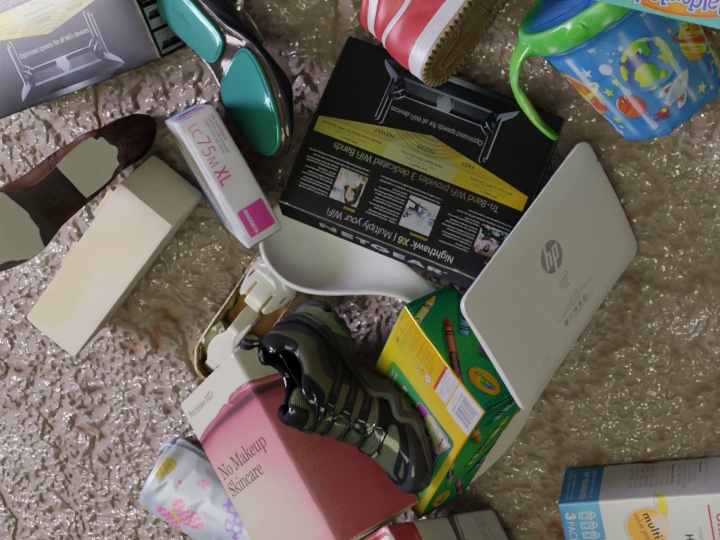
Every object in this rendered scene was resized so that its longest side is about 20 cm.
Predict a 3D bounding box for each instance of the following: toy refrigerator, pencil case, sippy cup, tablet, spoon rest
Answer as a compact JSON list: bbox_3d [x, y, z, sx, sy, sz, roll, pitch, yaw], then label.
[{"bbox_3d":[-0.242,-0.014,1.196,0.070,0.076,0.200,40,122,-4],"label":"toy refrigerator"},{"bbox_3d":[-0.129,0.251,1.275,0.200,0.083,0.091,27,123,5],"label":"pencil case"},{"bbox_3d":[0.217,-0.179,0.978,0.178,0.140,0.130,-23,116,43],"label":"sippy cup"},{"bbox_3d":[0.162,0.003,1.022,0.014,0.200,0.130,6,138,46],"label":"tablet"},{"bbox_3d":[0.000,0.000,1.130,0.200,0.100,0.061,31,153,-8],"label":"spoon rest"}]

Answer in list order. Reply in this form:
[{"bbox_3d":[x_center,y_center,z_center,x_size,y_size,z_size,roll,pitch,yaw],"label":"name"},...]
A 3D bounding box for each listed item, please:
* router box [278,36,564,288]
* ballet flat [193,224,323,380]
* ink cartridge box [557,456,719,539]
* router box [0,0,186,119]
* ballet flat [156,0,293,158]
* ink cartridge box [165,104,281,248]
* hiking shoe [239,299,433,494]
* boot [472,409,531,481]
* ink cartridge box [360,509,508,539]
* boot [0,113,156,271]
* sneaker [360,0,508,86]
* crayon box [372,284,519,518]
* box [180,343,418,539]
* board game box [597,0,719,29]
[{"bbox_3d":[0.052,-0.088,1.047,0.200,0.052,0.158,22,80,5],"label":"router box"},{"bbox_3d":[-0.100,0.038,1.189,0.070,0.065,0.200,35,116,4],"label":"ballet flat"},{"bbox_3d":[0.297,0.244,1.155,0.200,0.068,0.115,-8,109,19],"label":"ink cartridge box"},{"bbox_3d":[-0.280,-0.243,1.127,0.200,0.052,0.158,-14,107,26],"label":"router box"},{"bbox_3d":[-0.100,-0.184,1.072,0.073,0.073,0.200,-46,69,27],"label":"ballet flat"},{"bbox_3d":[-0.126,-0.089,1.095,0.042,0.200,0.120,-31,103,-9],"label":"ink cartridge box"},{"bbox_3d":[-0.022,0.126,1.083,0.200,0.101,0.076,50,146,16],"label":"hiking shoe"},{"bbox_3d":[0.114,0.110,1.164,0.090,0.073,0.200,43,127,25],"label":"boot"},{"bbox_3d":[0.043,0.300,1.174,0.146,0.200,0.085,-37,68,26],"label":"ink cartridge box"},{"bbox_3d":[-0.272,-0.075,1.110,0.186,0.200,0.064,-31,104,5],"label":"boot"},{"bbox_3d":[0.080,-0.259,1.010,0.112,0.071,0.200,41,94,30],"label":"sneaker"},{"bbox_3d":[0.066,0.122,1.108,0.119,0.058,0.200,53,146,24],"label":"crayon box"},{"bbox_3d":[-0.060,0.171,1.154,0.200,0.109,0.128,59,138,12],"label":"box"},{"bbox_3d":[0.246,-0.253,0.893,0.152,0.200,0.045,16,138,10],"label":"board game box"}]
